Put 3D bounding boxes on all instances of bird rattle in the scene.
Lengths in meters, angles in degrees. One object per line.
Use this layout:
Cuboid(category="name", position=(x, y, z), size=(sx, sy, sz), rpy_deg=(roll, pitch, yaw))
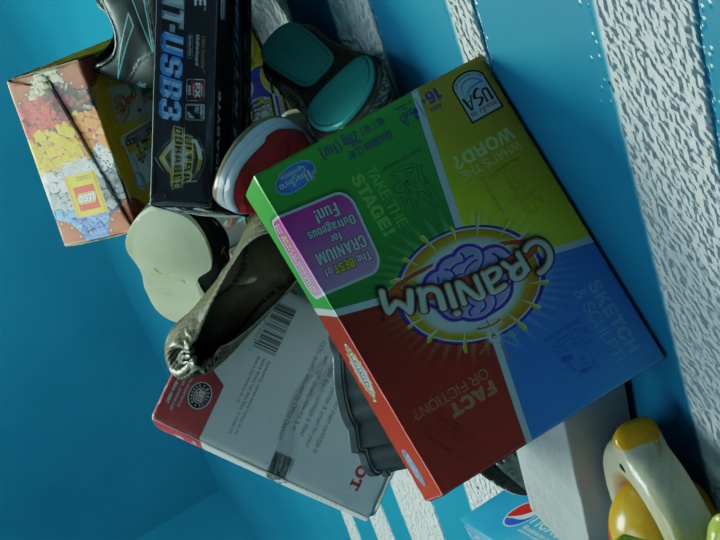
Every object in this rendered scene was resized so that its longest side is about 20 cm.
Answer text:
Cuboid(category="bird rattle", position=(0.192, 0.168, 0.882), size=(0.200, 0.112, 0.163), rpy_deg=(58, -172, -62))

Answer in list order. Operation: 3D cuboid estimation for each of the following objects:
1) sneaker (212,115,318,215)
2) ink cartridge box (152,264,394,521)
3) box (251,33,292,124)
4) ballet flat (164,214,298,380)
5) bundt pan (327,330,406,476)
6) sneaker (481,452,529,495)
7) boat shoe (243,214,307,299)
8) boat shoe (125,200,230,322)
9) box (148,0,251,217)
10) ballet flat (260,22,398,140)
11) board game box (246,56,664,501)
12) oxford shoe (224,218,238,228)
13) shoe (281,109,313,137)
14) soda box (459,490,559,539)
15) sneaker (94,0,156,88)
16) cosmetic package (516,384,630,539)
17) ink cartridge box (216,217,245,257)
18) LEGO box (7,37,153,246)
Cuboid(category="sneaker", position=(-0.017, -0.045, 1.044), size=(0.112, 0.071, 0.200), rpy_deg=(34, -168, 18))
Cuboid(category="ink cartridge box", position=(-0.053, 0.106, 1.288), size=(0.200, 0.147, 0.083), rpy_deg=(25, 168, 3))
Cuboid(category="box", position=(-0.137, -0.206, 1.300), size=(0.200, 0.070, 0.064), rpy_deg=(62, 165, -9))
Cuboid(category="ballet flat", position=(-0.087, 0.013, 1.197), size=(0.067, 0.200, 0.046), rpy_deg=(36, -162, -20))
Cuboid(category="bundt pan", position=(0.041, 0.028, 0.960), size=(0.202, 0.076, 0.202), rpy_deg=(-5, -90, -75))
Cuboid(category="sneaker", position=(0.083, 0.076, 1.111), size=(0.200, 0.074, 0.087), rpy_deg=(62, -179, 26))
Cuboid(category="boat shoe", position=(-0.042, -0.002, 1.354), size=(0.202, 0.072, 0.060), rpy_deg=(56, -176, -47))
Cuboid(category="boat shoe", position=(-0.148, -0.021, 1.276), size=(0.073, 0.063, 0.201), rpy_deg=(16, 157, 6))
Cuboid(category="box", position=(-0.109, -0.140, 1.091), size=(0.199, 0.050, 0.201), rpy_deg=(16, -105, -89))
Cuboid(category="ballet flat", position=(-0.010, -0.117, 1.052), size=(0.075, 0.068, 0.200), rpy_deg=(43, -178, -30))
Cuboid(category="board game box", position=(0.052, 0.003, 0.851), size=(0.200, 0.153, 0.040), rpy_deg=(59, 165, 5))
Cuboid(category="oxford shoe", position=(-0.143, -0.140, 1.467), size=(0.070, 0.075, 0.200), rpy_deg=(6, 115, 23))
Cuboid(category="shoe", position=(-0.043, -0.096, 1.240), size=(0.070, 0.053, 0.200), rpy_deg=(27, 173, -6))
Cuboid(category="soda box", position=(0.147, 0.211, 1.118), size=(0.064, 0.068, 0.200), rpy_deg=(63, 167, -12))
Cuboid(category="sneaker", position=(-0.167, -0.236, 1.201), size=(0.075, 0.079, 0.201), rpy_deg=(-103, 18, -68))
Cuboid(category="cosmetic package", position=(0.134, 0.102, 0.973), size=(0.083, 0.051, 0.200), rpy_deg=(44, 159, 45))
Cuboid(category="ink cartridge box", position=(-0.074, 0.023, 1.446), size=(0.068, 0.116, 0.200), rpy_deg=(43, 159, 51))
Cuboid(category="LEGO box", position=(-0.200, -0.126, 1.338), size=(0.200, 0.077, 0.149), rpy_deg=(-41, -63, -60))
